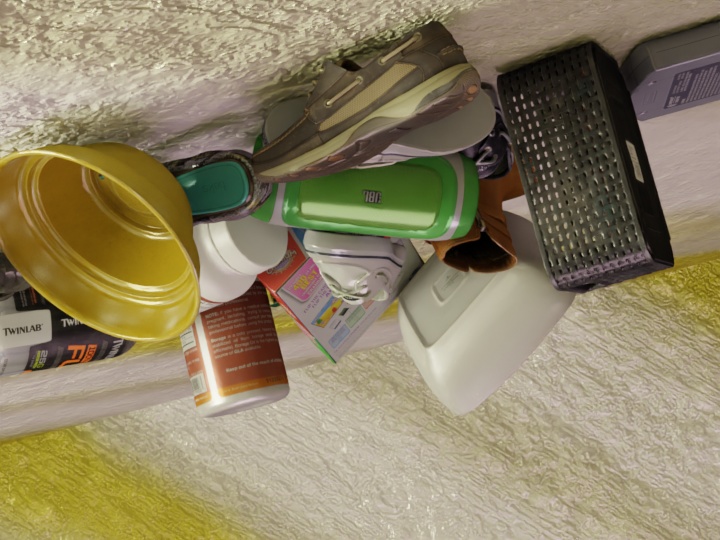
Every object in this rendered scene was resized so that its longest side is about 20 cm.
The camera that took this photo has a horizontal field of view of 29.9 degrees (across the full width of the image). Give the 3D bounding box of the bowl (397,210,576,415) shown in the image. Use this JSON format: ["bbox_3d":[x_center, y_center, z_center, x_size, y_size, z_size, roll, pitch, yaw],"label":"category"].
[{"bbox_3d":[0.118,0.031,1.437,0.074,0.200,0.200,34,104,-26],"label":"bowl"}]

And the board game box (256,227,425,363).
[{"bbox_3d":[-0.017,-0.002,1.423,0.153,0.040,0.200,-46,150,-7],"label":"board game box"}]

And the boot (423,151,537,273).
[{"bbox_3d":[0.129,-0.064,1.383,0.199,0.156,0.077,3,126,-32],"label":"boot"}]

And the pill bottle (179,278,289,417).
[{"bbox_3d":[-0.156,0.061,1.563,0.111,0.202,0.112,-13,172,-2],"label":"pill bottle"}]

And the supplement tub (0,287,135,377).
[{"bbox_3d":[-0.316,0.040,1.424,0.199,0.124,0.122,-9,169,-33],"label":"supplement tub"}]

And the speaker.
[{"bbox_3d":[0.002,-0.076,1.214,0.198,0.089,0.088,5,166,-13],"label":"speaker"}]

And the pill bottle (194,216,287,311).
[{"bbox_3d":[-0.171,-0.015,1.313,0.199,0.113,0.112,-22,169,36],"label":"pill bottle"}]

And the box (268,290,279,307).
[{"bbox_3d":[-0.043,-0.009,1.619,0.116,0.049,0.200,-17,-168,14],"label":"box"}]

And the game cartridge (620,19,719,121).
[{"bbox_3d":[0.317,-0.193,1.300,0.132,0.041,0.200,-19,171,5],"label":"game cartridge"}]

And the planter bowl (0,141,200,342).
[{"bbox_3d":[-0.199,-0.042,1.095,0.200,0.201,0.084,-24,-154,46],"label":"planter bowl"}]

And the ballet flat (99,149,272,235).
[{"bbox_3d":[-0.159,-0.064,1.171,0.199,0.073,0.072,-7,176,29],"label":"ballet flat"}]

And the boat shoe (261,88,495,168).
[{"bbox_3d":[0.014,-0.120,1.148,0.198,0.073,0.066,-12,175,-10],"label":"boat shoe"}]

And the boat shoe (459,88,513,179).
[{"bbox_3d":[0.108,-0.122,1.285,0.071,0.068,0.200,-16,171,13],"label":"boat shoe"}]

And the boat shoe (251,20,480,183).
[{"bbox_3d":[-0.002,-0.130,1.054,0.199,0.074,0.074,-24,171,21],"label":"boat shoe"}]

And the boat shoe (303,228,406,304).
[{"bbox_3d":[0.000,0.000,1.294,0.073,0.067,0.200,9,180,23],"label":"boat shoe"}]

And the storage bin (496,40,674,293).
[{"bbox_3d":[0.205,-0.089,1.214,0.093,0.202,0.135,-18,170,21],"label":"storage bin"}]

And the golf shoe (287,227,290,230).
[{"bbox_3d":[-0.064,-0.031,1.494,0.077,0.095,0.200,-18,172,14],"label":"golf shoe"}]

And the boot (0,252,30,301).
[{"bbox_3d":[-0.333,-0.001,1.188,0.130,0.068,0.199,-12,179,-40],"label":"boot"}]
